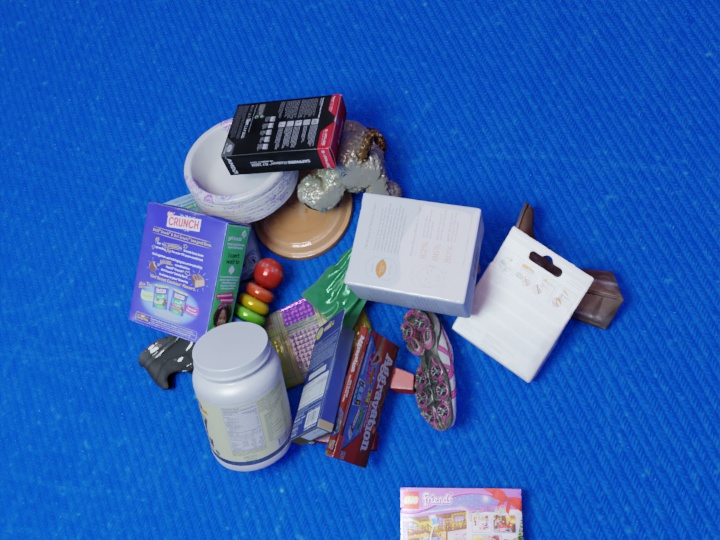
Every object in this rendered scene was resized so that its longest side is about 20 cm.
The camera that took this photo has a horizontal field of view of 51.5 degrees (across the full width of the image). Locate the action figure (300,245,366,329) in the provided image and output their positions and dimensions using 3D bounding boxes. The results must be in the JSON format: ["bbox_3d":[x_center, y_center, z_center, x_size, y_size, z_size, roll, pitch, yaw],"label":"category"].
[{"bbox_3d":[0.000,0.000,1.300,0.117,0.055,0.202,37,87,19],"label":"action figure"}]

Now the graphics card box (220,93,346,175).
[{"bbox_3d":[-0.126,-0.226,1.246,0.194,0.051,0.128,-2,55,16],"label":"graphics card box"}]

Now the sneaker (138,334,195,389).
[{"bbox_3d":[-0.298,0.132,1.332,0.199,0.076,0.091,-41,77,5],"label":"sneaker"}]

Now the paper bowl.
[{"bbox_3d":[-0.205,-0.167,1.325,0.195,0.105,0.205,-6,53,8],"label":"paper bowl"}]

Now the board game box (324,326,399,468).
[{"bbox_3d":[0.006,0.203,1.186,0.019,0.103,0.205,7,73,34],"label":"board game box"}]

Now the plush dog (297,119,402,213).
[{"bbox_3d":[-0.022,-0.209,1.339,0.194,0.164,0.174,-2,39,-18],"label":"plush dog"}]

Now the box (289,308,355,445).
[{"bbox_3d":[-0.058,0.172,1.210,0.032,0.121,0.205,22,61,-18],"label":"box"}]

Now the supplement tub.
[{"bbox_3d":[-0.189,0.202,1.201,0.141,0.205,0.146,-6,31,4],"label":"supplement tub"}]

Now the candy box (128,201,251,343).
[{"bbox_3d":[-0.288,0.003,1.251,0.165,0.077,0.206,15,97,22],"label":"candy box"}]

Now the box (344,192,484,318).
[{"bbox_3d":[0.091,-0.024,1.205,0.194,0.106,0.157,10,77,16],"label":"box"}]

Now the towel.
[{"bbox_3d":[-0.073,0.113,1.320,0.196,0.023,0.147,-23,72,3],"label":"towel"}]

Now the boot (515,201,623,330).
[{"bbox_3d":[0.350,-0.009,1.265,0.194,0.064,0.192,10,88,15],"label":"boot"}]

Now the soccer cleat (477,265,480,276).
[{"bbox_3d":[0.119,-0.024,1.314,0.196,0.073,0.070,18,89,31],"label":"soccer cleat"}]

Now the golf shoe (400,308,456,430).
[{"bbox_3d":[0.131,0.162,1.234,0.072,0.091,0.205,-28,62,37],"label":"golf shoe"}]

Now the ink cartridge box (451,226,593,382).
[{"bbox_3d":[0.267,0.056,1.234,0.159,0.050,0.203,34,102,18],"label":"ink cartridge box"}]

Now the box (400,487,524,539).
[{"bbox_3d":[0.160,0.417,1.181,0.194,0.039,0.141,-2,74,9],"label":"box"}]

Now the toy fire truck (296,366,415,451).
[{"bbox_3d":[-0.009,0.230,1.260,0.194,0.049,0.145,6,74,12],"label":"toy fire truck"}]

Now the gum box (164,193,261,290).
[{"bbox_3d":[-0.278,-0.052,1.391,0.166,0.045,0.205,-19,70,2],"label":"gum box"}]

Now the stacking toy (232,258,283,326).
[{"bbox_3d":[-0.191,0.074,1.302,0.084,0.085,0.204,26,88,16],"label":"stacking toy"}]

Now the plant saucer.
[{"bbox_3d":[-0.111,-0.121,1.392,0.194,0.032,0.206,-3,72,9],"label":"plant saucer"}]
